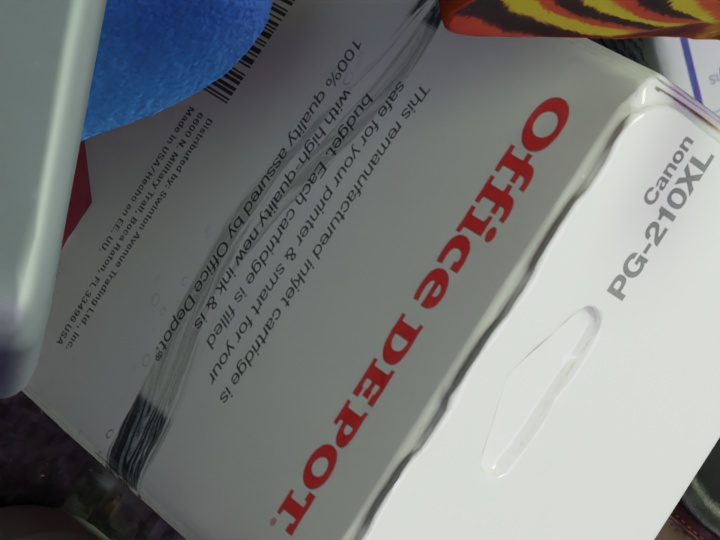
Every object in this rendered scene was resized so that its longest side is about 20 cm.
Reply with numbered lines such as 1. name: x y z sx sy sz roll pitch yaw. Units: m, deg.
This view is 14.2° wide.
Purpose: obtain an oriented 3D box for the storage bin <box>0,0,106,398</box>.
1. storage bin: -0.116 -0.068 0.583 0.134 0.146 0.200 10 78 -6

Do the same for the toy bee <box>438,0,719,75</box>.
1. toy bee: 0.116 -0.083 0.601 0.200 0.109 0.131 -25 88 -41

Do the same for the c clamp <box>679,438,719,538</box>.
1. c clamp: 0.166 0.022 0.750 0.171 0.027 0.200 22 106 -18

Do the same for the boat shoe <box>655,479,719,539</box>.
1. boat shoe: 0.097 0.069 0.793 0.200 0.070 0.070 23 100 -37

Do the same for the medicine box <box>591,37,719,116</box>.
1. medicine box: 0.147 -0.098 0.756 0.182 0.103 0.200 -20 123 -3

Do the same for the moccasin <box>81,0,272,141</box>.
1. moccasin: -0.120 -0.050 0.691 0.200 0.068 0.081 -14 134 -2

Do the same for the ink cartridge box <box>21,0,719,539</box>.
1. ink cartridge box: 0.000 0.000 0.713 0.084 0.200 0.145 32 91 -38

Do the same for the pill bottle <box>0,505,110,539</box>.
1. pill bottle: -0.052 0.137 0.738 0.113 0.200 0.113 -13 117 -29
